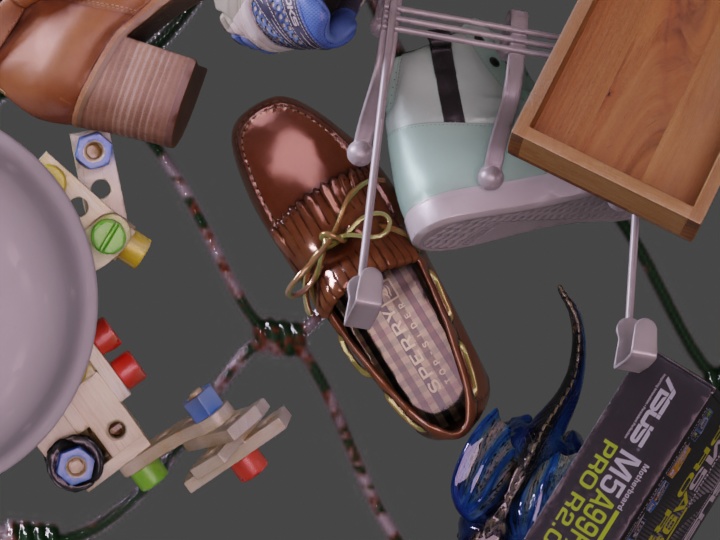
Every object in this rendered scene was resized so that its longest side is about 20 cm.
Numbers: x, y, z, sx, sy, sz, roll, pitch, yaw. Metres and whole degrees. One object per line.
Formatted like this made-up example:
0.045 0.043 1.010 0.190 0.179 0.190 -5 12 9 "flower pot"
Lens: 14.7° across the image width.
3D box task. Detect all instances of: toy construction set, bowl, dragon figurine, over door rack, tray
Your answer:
-0.128 0.038 1.432 0.131 0.092 0.200 -37 84 -4 "toy construction set"
-0.227 0.018 1.335 0.200 0.090 0.202 0 92 -4 "bowl"
0.081 0.109 1.440 0.059 0.099 0.201 26 92 10 "dragon figurine"
0.068 -0.039 1.358 0.147 0.067 0.201 9 55 -6 "over door rack"
0.158 -0.125 1.334 0.098 0.037 0.201 26 75 6 "tray"

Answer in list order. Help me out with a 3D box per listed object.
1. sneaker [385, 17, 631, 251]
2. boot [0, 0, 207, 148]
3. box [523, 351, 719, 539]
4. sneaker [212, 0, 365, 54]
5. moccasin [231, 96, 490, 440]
0.106 -0.086 1.457 0.199 0.074 0.119 -9 72 -19 "sneaker"
-0.136 -0.174 1.435 0.154 0.077 0.201 20 87 5 "boot"
0.123 0.145 1.422 0.044 0.160 0.201 32 88 20 "box"
0.009 -0.193 1.386 0.077 0.085 0.201 30 84 -42 "sneaker"
-0.002 0.001 1.443 0.073 0.078 0.202 -27 95 3 "moccasin"
